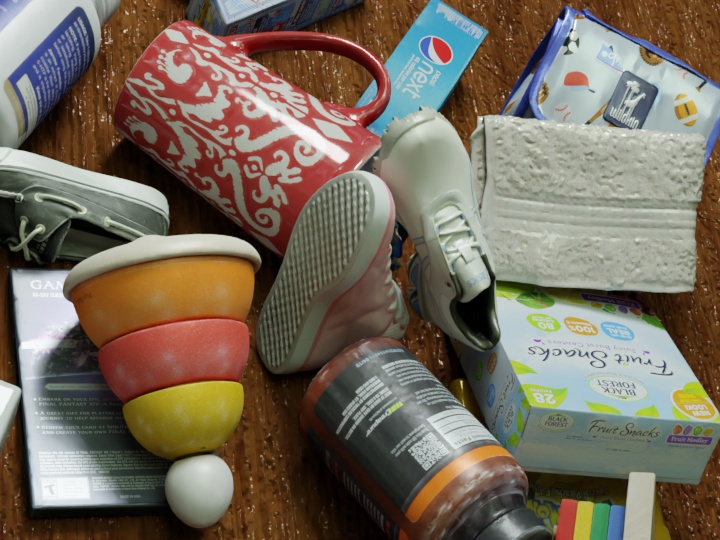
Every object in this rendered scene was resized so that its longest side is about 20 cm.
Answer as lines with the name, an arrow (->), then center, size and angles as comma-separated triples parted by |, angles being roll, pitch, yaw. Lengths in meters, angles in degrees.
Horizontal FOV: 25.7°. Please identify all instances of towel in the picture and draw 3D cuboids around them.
towel -> 0.180, -0.053, 1.274 | 0.198, 0.034, 0.134 | 3, 97, -6

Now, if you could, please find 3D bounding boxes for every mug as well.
mug -> -0.081, -0.116, 1.300 | 0.199, 0.134, 0.178 | 34, 50, 8

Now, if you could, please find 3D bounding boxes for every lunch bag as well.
lunch bag -> 0.199, -0.105, 1.351 | 0.169, 0.201, 0.124 | 26, 25, -7

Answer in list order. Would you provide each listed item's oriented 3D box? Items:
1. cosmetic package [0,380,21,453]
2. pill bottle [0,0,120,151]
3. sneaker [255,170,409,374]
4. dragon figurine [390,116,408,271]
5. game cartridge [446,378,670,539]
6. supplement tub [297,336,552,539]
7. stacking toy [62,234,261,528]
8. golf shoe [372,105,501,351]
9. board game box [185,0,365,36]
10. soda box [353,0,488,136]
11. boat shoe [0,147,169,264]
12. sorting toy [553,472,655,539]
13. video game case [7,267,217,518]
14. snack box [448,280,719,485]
cosmetic package -> -0.338, 0.141, 0.964 | 0.198, 0.165, 0.166 | 22, 49, -8
pill bottle -> -0.277, -0.183, 1.260 | 0.119, 0.120, 0.201 | 32, 49, 1
sneaker -> 0.000, 0.000, 1.205 | 0.104, 0.201, 0.076 | -4, 50, -34
dragon figurine -> 0.028, -0.049, 1.250 | 0.059, 0.200, 0.100 | 42, 84, 10
game cartridge -> 0.159, 0.185, 1.245 | 0.174, 0.033, 0.202 | 7, 52, -20
supplement tub -> 0.048, 0.146, 1.144 | 0.106, 0.108, 0.200 | -18, 48, -33
stacking toy -> -0.130, 0.084, 1.129 | 0.145, 0.146, 0.202 | -4, 77, -27
golf shoe -> 0.070, -0.027, 1.173 | 0.078, 0.201, 0.097 | -29, 40, -12
board game box -> -0.112, -0.282, 1.447 | 0.199, 0.062, 0.200 | 38, 49, 6
soda box -> 0.042, -0.156, 1.418 | 0.064, 0.068, 0.201 | 33, 49, 1
boat shoe -> -0.240, -0.042, 1.206 | 0.198, 0.071, 0.064 | 9, 51, -20
sorting toy -> 0.159, 0.275, 1.070 | 0.069, 0.202, 0.199 | 3, 36, 12
video game case -> -0.183, 0.087, 1.171 | 0.141, 0.019, 0.202 | 2, 54, -23
snack box -> 0.172, 0.079, 1.259 | 0.167, 0.068, 0.201 | 6, 32, -19
